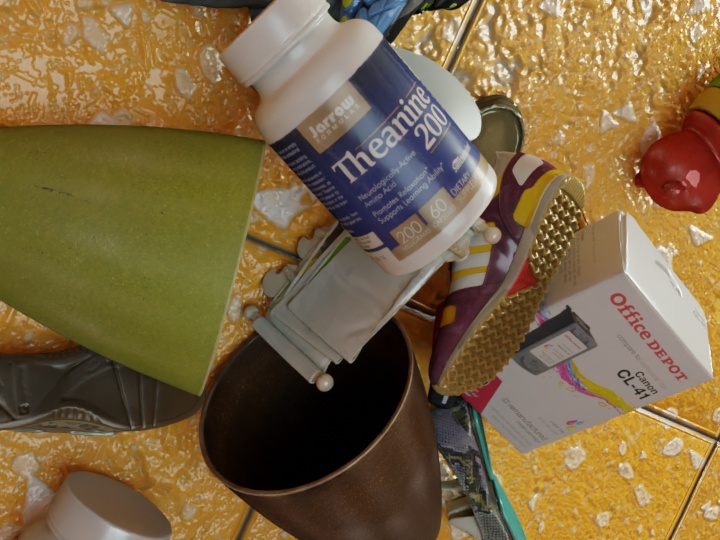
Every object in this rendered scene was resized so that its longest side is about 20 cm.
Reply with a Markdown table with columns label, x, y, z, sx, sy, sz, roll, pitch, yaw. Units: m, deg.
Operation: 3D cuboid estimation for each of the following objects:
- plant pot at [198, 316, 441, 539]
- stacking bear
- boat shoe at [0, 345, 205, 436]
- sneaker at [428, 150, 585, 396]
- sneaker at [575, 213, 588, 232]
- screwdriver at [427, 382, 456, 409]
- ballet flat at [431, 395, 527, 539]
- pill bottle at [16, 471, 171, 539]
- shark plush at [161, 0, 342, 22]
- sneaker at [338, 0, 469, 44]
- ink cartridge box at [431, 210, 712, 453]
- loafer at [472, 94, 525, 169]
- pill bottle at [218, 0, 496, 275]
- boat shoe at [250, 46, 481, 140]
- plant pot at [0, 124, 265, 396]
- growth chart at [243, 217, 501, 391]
| label | x | y | z | sx | sy | sz | roll | pitch | yaw |
| --- | --- | --- | --- | --- | --- | --- | --- | --- | --- |
| plant pot | -0.008 | 0.162 | 0.818 | 0.186 | 0.187 | 0.201 | -37 | 129 | -10 |
| stacking bear | 0.357 | -0.128 | 0.928 | 0.199 | 0.122 | 0.114 | -35 | 117 | -3 |
| boat shoe | -0.221 | 0.092 | 0.764 | 0.197 | 0.063 | 0.075 | 4 | 76 | -27 |
| sneaker | 0.099 | 0.002 | 0.785 | 0.075 | 0.090 | 0.202 | 30 | 92 | -51 |
| sneaker | 0.184 | 0.000 | 0.899 | 0.078 | 0.077 | 0.202 | -31 | 115 | -15 |
| screwdriver | 0.099 | 0.020 | 0.821 | 0.029 | 0.028 | 0.202 | 24 | 80 | -8 |
| ballet flat | 0.107 | 0.209 | 0.935 | 0.071 | 0.072 | 0.202 | -28 | 113 | -14 |
| pill bottle | -0.238 | 0.270 | 0.766 | 0.113 | 0.114 | 0.202 | 30 | 90 | -27 |
| shark plush | -0.069 | -0.220 | 0.760 | 0.198 | 0.091 | 0.084 | 8 | 122 | -46 |
| sneaker | 0.055 | -0.231 | 0.769 | 0.200 | 0.070 | 0.083 | -53 | 131 | -25 |
| ink cartridge box | 0.182 | 0.061 | 0.852 | 0.199 | 0.086 | 0.148 | -29 | 119 | 33 |
| loafer | 0.083 | -0.062 | 0.843 | 0.076 | 0.067 | 0.201 | 36 | 88 | -27 |
| pill bottle | -0.004 | -0.103 | 0.689 | 0.111 | 0.111 | 0.200 | -45 | 105 | -6 |
| boat shoe | 0.004 | -0.144 | 0.793 | 0.198 | 0.064 | 0.072 | 18 | 61 | -21 |
| plant pot | -0.186 | -0.028 | 0.689 | 0.197 | 0.187 | 0.190 | 15 | 98 | -10 |
| growth chart | 0.000 | 0.000 | 0.780 | 0.200 | 0.145 | 0.018 | -43 | 135 | 1 |
